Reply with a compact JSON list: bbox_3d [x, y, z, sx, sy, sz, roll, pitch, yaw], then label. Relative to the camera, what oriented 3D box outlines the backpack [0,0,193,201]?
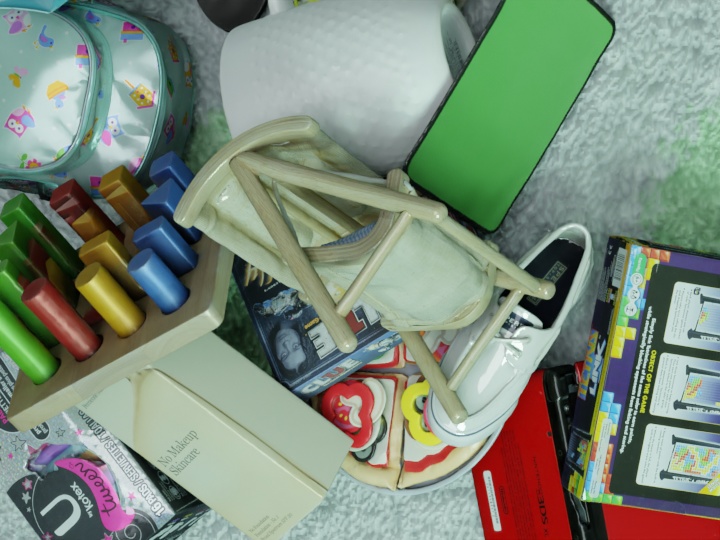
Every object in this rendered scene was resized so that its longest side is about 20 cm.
[{"bbox_3d":[-0.244,-0.144,1.746,0.198,0.153,0.177,10,90,9],"label":"backpack"}]

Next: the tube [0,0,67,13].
[{"bbox_3d":[-0.226,-0.264,1.715,0.077,0.200,0.051,4,130,36],"label":"tube"}]

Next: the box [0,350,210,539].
[{"bbox_3d":[-0.232,0.153,1.761,0.115,0.132,0.200,-42,80,13],"label":"box"}]

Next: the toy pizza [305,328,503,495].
[{"bbox_3d":[0.033,0.081,1.701,0.199,0.032,0.202,-6,78,29],"label":"toy pizza"}]

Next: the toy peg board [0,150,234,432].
[{"bbox_3d":[-0.204,-0.008,1.630,0.198,0.201,0.098,-28,121,22],"label":"toy peg board"}]

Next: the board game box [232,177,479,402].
[{"bbox_3d":[0.000,0.000,1.698,0.199,0.035,0.136,-33,65,17],"label":"board game box"}]

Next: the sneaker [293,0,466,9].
[{"bbox_3d":[0.034,-0.225,1.693,0.199,0.075,0.077,-22,84,18],"label":"sneaker"}]

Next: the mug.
[{"bbox_3d":[-0.006,-0.169,1.635,0.174,0.148,0.202,-14,93,22],"label":"mug"}]

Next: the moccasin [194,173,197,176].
[{"bbox_3d":[-0.147,0.009,1.766,0.080,0.068,0.201,30,96,-1],"label":"moccasin"}]

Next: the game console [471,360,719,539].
[{"bbox_3d":[0.189,0.171,1.694,0.172,0.118,0.202,-12,88,48],"label":"game console"}]

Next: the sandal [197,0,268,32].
[{"bbox_3d":[-0.103,-0.300,1.747,0.075,0.045,0.202,11,96,16],"label":"sandal"}]

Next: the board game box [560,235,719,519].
[{"bbox_3d":[0.255,0.085,1.614,0.164,0.057,0.202,10,95,-15],"label":"board game box"}]

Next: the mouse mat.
[{"bbox_3d":[0.117,-0.133,1.620,0.008,0.161,0.201,31,91,35],"label":"mouse mat"}]

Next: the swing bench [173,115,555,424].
[{"bbox_3d":[0.003,-0.013,1.556,0.200,0.199,0.130,37,92,34],"label":"swing bench"}]

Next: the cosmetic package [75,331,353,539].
[{"bbox_3d":[-0.117,0.122,1.682,0.199,0.073,0.104,36,135,-7],"label":"cosmetic package"}]

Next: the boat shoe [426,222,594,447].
[{"bbox_3d":[0.115,0.044,1.629,0.073,0.065,0.201,28,71,10],"label":"boat shoe"}]
